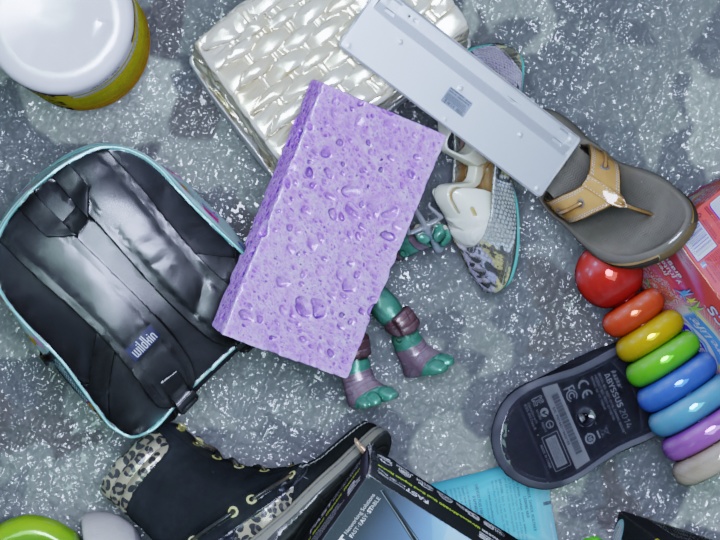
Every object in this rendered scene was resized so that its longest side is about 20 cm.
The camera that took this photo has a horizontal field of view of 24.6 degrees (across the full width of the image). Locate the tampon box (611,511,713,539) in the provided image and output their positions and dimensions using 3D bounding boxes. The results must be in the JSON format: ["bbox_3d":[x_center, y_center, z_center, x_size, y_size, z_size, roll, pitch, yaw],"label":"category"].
[{"bbox_3d":[0.253,0.286,1.274,0.126,0.200,0.151,17,89,-2],"label":"tampon box"}]

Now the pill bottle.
[{"bbox_3d":[-0.217,-0.179,1.252,0.109,0.200,0.110,0,90,-2],"label":"pill bottle"}]

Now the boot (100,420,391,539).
[{"bbox_3d":[-0.091,0.159,1.307,0.203,0.074,0.154,-42,61,-18],"label":"boot"}]

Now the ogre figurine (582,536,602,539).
[{"bbox_3d":[0.128,0.294,1.310,0.098,0.120,0.201,13,92,-6],"label":"ogre figurine"}]

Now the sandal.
[{"bbox_3d":[0.176,-0.071,1.286,0.082,0.055,0.200,-48,51,8],"label":"sandal"}]

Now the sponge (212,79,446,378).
[{"bbox_3d":[-0.023,-0.030,1.230,0.111,0.030,0.201,22,91,-26],"label":"sponge"}]

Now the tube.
[{"bbox_3d":[0.061,0.204,1.346,0.199,0.050,0.078,-9,91,-6],"label":"tube"}]

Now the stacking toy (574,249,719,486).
[{"bbox_3d":[0.236,0.065,1.304,0.085,0.085,0.201,-32,85,-1],"label":"stacking toy"}]

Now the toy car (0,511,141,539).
[{"bbox_3d":[-0.242,0.292,1.281,0.174,0.150,0.201,-17,91,-1],"label":"toy car"}]

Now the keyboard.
[{"bbox_3d":[0.077,-0.134,1.249,0.200,0.011,0.056,35,98,-16],"label":"keyboard"}]

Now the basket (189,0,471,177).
[{"bbox_3d":[-0.023,-0.175,1.297,0.200,0.123,0.136,-37,92,-1],"label":"basket"}]

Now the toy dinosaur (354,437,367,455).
[{"bbox_3d":[0.049,0.224,1.290,0.106,0.060,0.201,-3,121,-9],"label":"toy dinosaur"}]

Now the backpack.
[{"bbox_3d":[-0.186,0.000,1.276,0.176,0.153,0.200,-43,109,-1],"label":"backpack"}]

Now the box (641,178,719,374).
[{"bbox_3d":[0.316,0.029,1.314,0.102,0.095,0.200,-38,92,-20],"label":"box"}]

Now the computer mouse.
[{"bbox_3d":[0.193,0.118,1.349,0.199,0.053,0.139,-18,89,-14],"label":"computer mouse"}]

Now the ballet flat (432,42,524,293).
[{"bbox_3d":[0.089,-0.082,1.322,0.072,0.072,0.202,2,96,-2],"label":"ballet flat"}]

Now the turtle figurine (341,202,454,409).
[{"bbox_3d":[0.000,0.000,1.311,0.149,0.101,0.201,-23,101,-15],"label":"turtle figurine"}]

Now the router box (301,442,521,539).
[{"bbox_3d":[0.014,0.254,1.246,0.149,0.062,0.200,32,103,-8],"label":"router box"}]
